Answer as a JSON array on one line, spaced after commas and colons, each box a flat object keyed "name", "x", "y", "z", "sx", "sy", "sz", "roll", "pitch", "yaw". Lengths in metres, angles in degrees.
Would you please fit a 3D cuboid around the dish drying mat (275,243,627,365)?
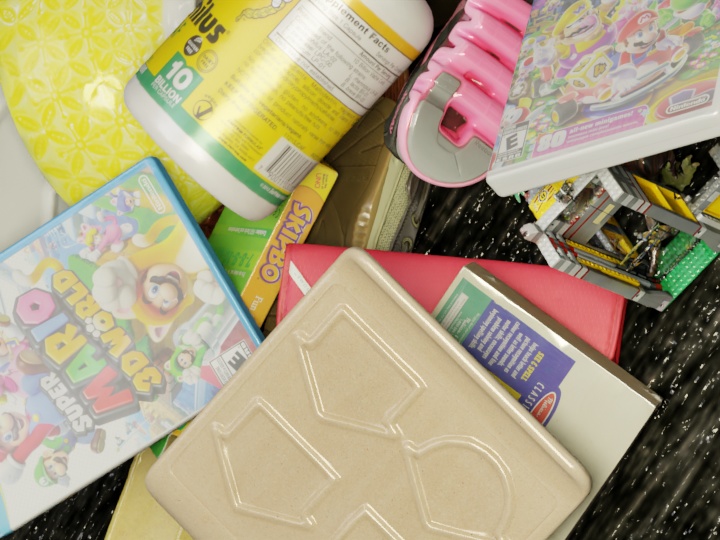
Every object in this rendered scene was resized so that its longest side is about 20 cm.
[{"name": "dish drying mat", "x": 0.048, "y": 0.030, "z": 1.620, "sx": 0.199, "sy": 0.018, "sz": 0.077, "roll": 6, "pitch": 79, "yaw": 17}]

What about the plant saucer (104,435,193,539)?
[{"name": "plant saucer", "x": -0.070, "y": 0.168, "z": 1.742, "sx": 0.200, "sy": 0.048, "sz": 0.201, "roll": 23, "pitch": 93, "yaw": 47}]

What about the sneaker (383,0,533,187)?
[{"name": "sneaker", "x": 0.077, "y": -0.136, "z": 1.660, "sx": 0.200, "sy": 0.079, "sz": 0.095, "roll": -53, "pitch": 12, "yaw": -10}]

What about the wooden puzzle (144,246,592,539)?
[{"name": "wooden puzzle", "x": 0.005, "y": 0.113, "z": 1.579, "sx": 0.185, "sy": 0.046, "sz": 0.200, "roll": 45, "pitch": 112, "yaw": 8}]

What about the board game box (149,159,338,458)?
[{"name": "board game box", "x": -0.080, "y": 0.014, "z": 1.729, "sx": 0.200, "sy": 0.030, "sz": 0.096, "roll": -60, "pitch": 22, "yaw": 7}]

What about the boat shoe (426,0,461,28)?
[{"name": "boat shoe", "x": 0.026, "y": -0.179, "z": 1.727, "sx": 0.200, "sy": 0.074, "sz": 0.067, "roll": -30, "pitch": 61, "yaw": 24}]

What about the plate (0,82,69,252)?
[{"name": "plate", "x": -0.179, "y": -0.027, "z": 1.788, "sx": 0.032, "sy": 0.200, "sz": 0.200, "roll": -4, "pitch": 81, "yaw": 50}]

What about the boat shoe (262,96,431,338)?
[{"name": "boat shoe", "x": 0.000, "y": 0.000, "z": 1.699, "sx": 0.073, "sy": 0.065, "sz": 0.201, "roll": 10, "pitch": 77, "yaw": 51}]

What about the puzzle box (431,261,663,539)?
[{"name": "puzzle box", "x": 0.060, "y": 0.113, "z": 1.596, "sx": 0.133, "sy": 0.025, "sz": 0.200, "roll": 37, "pitch": 106, "yaw": 11}]

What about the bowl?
[{"name": "bowl", "x": -0.114, "y": -0.127, "z": 1.753, "sx": 0.107, "sy": 0.200, "sz": 0.201, "roll": -20, "pitch": 63, "yaw": 33}]

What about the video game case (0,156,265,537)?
[{"name": "video game case", "x": -0.166, "y": 0.046, "z": 1.693, "sx": 0.200, "sy": 0.018, "sz": 0.143, "roll": -32, "pitch": 85, "yaw": 12}]

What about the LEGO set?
[{"name": "LEGO set", "x": 0.148, "y": -0.081, "z": 1.545, "sx": 0.200, "sy": 0.116, "sz": 0.154, "roll": -40, "pitch": 51, "yaw": 27}]

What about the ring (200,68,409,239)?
[{"name": "ring", "x": -0.046, "y": -0.093, "z": 1.822, "sx": 0.200, "sy": 0.019, "sz": 0.201, "roll": -16, "pitch": 66, "yaw": 41}]

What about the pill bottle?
[{"name": "pill bottle", "x": -0.030, "y": -0.135, "z": 1.636, "sx": 0.200, "sy": 0.113, "sz": 0.113, "roll": -47, "pitch": 48, "yaw": 7}]

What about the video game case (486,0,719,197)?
[{"name": "video game case", "x": 0.146, "y": -0.134, "z": 1.518, "sx": 0.143, "sy": 0.018, "sz": 0.200, "roll": -16, "pitch": 42, "yaw": 35}]
